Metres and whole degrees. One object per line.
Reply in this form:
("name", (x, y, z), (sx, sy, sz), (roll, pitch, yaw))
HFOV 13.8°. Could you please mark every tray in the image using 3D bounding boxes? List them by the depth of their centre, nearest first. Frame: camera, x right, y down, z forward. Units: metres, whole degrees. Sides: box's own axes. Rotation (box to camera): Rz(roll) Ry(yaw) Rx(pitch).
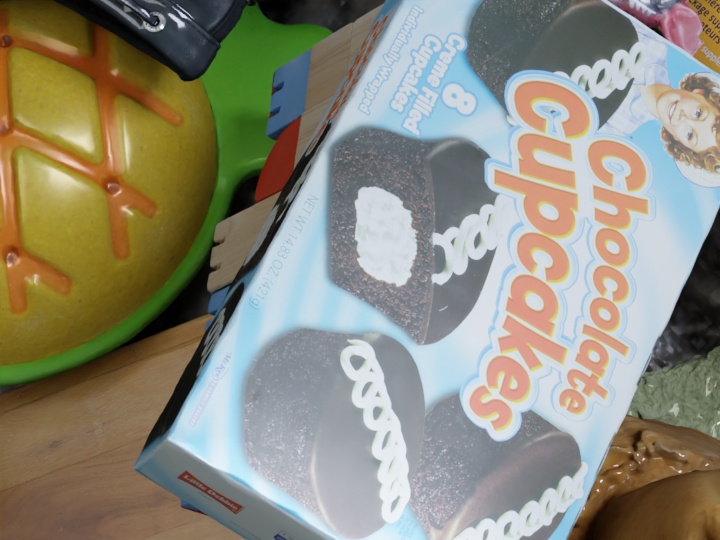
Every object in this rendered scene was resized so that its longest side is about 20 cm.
("tray", (-0.104, 0.089, 1.049), (0.199, 0.037, 0.099), (-21, 74, 15))

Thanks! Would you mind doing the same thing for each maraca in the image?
("maraca", (-0.101, -0.043, 1.038), (0.200, 0.107, 0.137), (-35, 79, -11))

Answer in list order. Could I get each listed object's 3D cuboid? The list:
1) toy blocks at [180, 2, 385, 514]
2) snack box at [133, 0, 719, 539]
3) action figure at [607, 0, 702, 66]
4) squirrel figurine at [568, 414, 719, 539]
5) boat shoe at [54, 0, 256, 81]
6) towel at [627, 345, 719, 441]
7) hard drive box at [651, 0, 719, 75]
("toy blocks", (0.000, 0.000, 0.965), (0.137, 0.100, 0.201), (-25, 53, 53))
("snack box", (0.030, 0.003, 0.868), (0.116, 0.037, 0.201), (32, 62, -9))
("action figure", (0.100, -0.162, 0.928), (0.133, 0.149, 0.201), (11, 100, 20))
("squirrel figurine", (0.089, 0.151, 0.900), (0.200, 0.141, 0.187), (29, 101, 37))
("boat shoe", (-0.129, -0.113, 0.992), (0.199, 0.075, 0.066), (19, 84, 6))
("towel", (0.153, 0.086, 0.962), (0.199, 0.036, 0.149), (-24, 73, 15))
("hard drive box", (0.213, -0.095, 0.931), (0.200, 0.077, 0.156), (-46, 51, 5))
